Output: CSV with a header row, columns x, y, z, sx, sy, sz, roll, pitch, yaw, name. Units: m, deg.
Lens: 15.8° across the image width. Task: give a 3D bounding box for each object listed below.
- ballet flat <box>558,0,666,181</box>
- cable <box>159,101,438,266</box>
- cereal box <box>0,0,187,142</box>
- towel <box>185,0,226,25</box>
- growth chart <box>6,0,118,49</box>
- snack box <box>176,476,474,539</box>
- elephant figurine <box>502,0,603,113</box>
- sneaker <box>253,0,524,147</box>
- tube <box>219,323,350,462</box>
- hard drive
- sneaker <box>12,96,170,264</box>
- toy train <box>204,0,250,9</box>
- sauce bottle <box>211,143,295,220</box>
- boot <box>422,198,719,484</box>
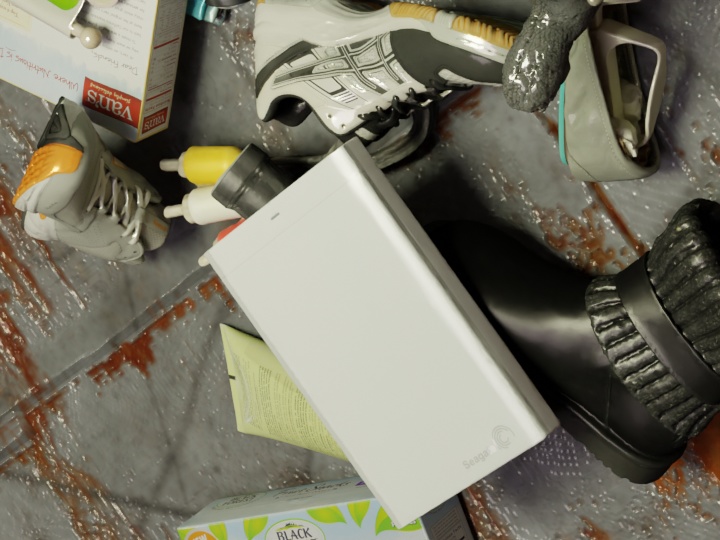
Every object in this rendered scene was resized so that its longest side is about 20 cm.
x,y,z,sx,sy,sz,roll,pitch,yaw,name
0.135,-0.141,1.423,0.063,0.067,0.201,6,121,27,ballet flat
-0.033,-0.050,1.586,0.199,0.050,0.098,-18,100,38,cable
-0.169,-0.196,1.591,0.143,0.039,0.201,26,122,24,cereal box
-0.136,-0.261,1.579,0.146,0.022,0.201,22,122,24,towel
-0.194,-0.242,1.553,0.144,0.018,0.201,23,121,30,growth chart
-0.010,0.209,1.689,0.199,0.053,0.143,-13,102,38,snack box
0.110,-0.205,1.309,0.200,0.142,0.155,-41,84,-3,elephant figurine
0.021,-0.110,1.495,0.199,0.075,0.088,9,93,41,sneaker
-0.022,0.086,1.635,0.199,0.052,0.058,13,78,48,tube
0.010,0.039,1.504,0.132,0.026,0.200,-36,89,39,hard drive
-0.160,-0.049,1.617,0.092,0.200,0.076,25,82,0,sneaker
-0.108,-0.244,1.452,0.114,0.085,0.201,9,118,44,toy train
0.000,0.000,1.557,0.200,0.065,0.065,41,129,-1,sauce bottle
0.140,0.009,1.474,0.211,0.079,0.158,37,135,2,boot
